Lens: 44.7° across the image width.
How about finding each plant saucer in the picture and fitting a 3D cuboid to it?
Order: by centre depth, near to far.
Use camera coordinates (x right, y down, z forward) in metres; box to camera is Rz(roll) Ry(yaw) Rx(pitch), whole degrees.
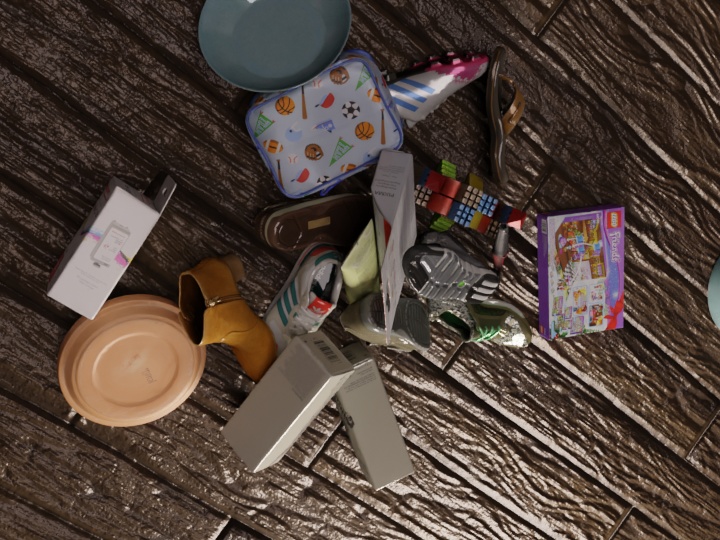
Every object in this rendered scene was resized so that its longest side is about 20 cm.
[{"bbox_3d":[-0.108,-0.311,1.133,0.199,0.039,0.202,-2,71,6],"label":"plant saucer"},{"bbox_3d":[-0.306,0.128,1.184,0.199,0.032,0.201,-12,122,-21],"label":"plant saucer"}]

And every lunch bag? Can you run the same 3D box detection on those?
[{"bbox_3d":[-0.049,-0.191,1.174,0.199,0.076,0.161,-23,116,12],"label":"lunch bag"}]

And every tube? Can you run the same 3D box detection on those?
[{"bbox_3d":[0.000,0.000,1.200,0.052,0.200,0.058,-11,69,-1],"label":"tube"}]

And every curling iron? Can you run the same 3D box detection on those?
[{"bbox_3d":[0.202,-0.019,1.268,0.025,0.200,0.050,8,65,5],"label":"curling iron"}]

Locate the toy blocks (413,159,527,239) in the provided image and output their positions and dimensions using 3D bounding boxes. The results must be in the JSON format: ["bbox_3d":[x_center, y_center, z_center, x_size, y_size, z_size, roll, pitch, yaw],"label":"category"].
[{"bbox_3d":[0.142,-0.096,1.247,0.199,0.137,0.100,22,95,-20],"label":"toy blocks"}]

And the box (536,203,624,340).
[{"bbox_3d":[0.350,0.002,1.388,0.136,0.039,0.201,-7,104,-15],"label":"box"}]

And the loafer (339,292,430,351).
[{"bbox_3d":[0.039,0.075,1.267,0.200,0.069,0.076,27,57,-53],"label":"loafer"}]

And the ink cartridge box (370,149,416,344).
[{"bbox_3d":[0.033,-0.032,1.147,0.057,0.201,0.163,11,142,14],"label":"ink cartridge box"}]

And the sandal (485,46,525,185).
[{"bbox_3d":[0.212,-0.222,1.264,0.054,0.082,0.201,-1,108,13],"label":"sandal"}]

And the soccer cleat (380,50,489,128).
[{"bbox_3d":[0.090,-0.252,1.237,0.199,0.070,0.087,-16,115,-8],"label":"soccer cleat"}]

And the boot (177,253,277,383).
[{"bbox_3d":[-0.184,0.082,1.177,0.070,0.144,0.202,-12,101,22],"label":"boot"}]

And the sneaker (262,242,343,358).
[{"bbox_3d":[-0.080,0.055,1.234,0.070,0.093,0.201,26,93,-21],"label":"sneaker"}]

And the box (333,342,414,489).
[{"bbox_3d":[0.010,0.216,1.300,0.068,0.082,0.201,-23,107,-11],"label":"box"}]

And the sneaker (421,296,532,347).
[{"bbox_3d":[0.170,0.083,1.313,0.199,0.089,0.077,26,134,-16],"label":"sneaker"}]

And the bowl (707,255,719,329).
[{"bbox_3d":[0.702,0.037,1.474,0.199,0.105,0.202,-4,104,-17],"label":"bowl"}]

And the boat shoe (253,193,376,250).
[{"bbox_3d":[-0.059,-0.074,1.224,0.201,0.075,0.075,-5,108,-40],"label":"boat shoe"}]

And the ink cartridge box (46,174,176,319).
[{"bbox_3d":[-0.319,-0.049,1.122,0.067,0.116,0.201,34,90,-22],"label":"ink cartridge box"}]

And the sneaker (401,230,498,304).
[{"bbox_3d":[0.102,-0.017,1.232,0.075,0.116,0.200,-50,141,16],"label":"sneaker"}]

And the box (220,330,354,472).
[{"bbox_3d":[-0.103,0.183,1.221,0.082,0.068,0.200,48,114,19],"label":"box"}]
